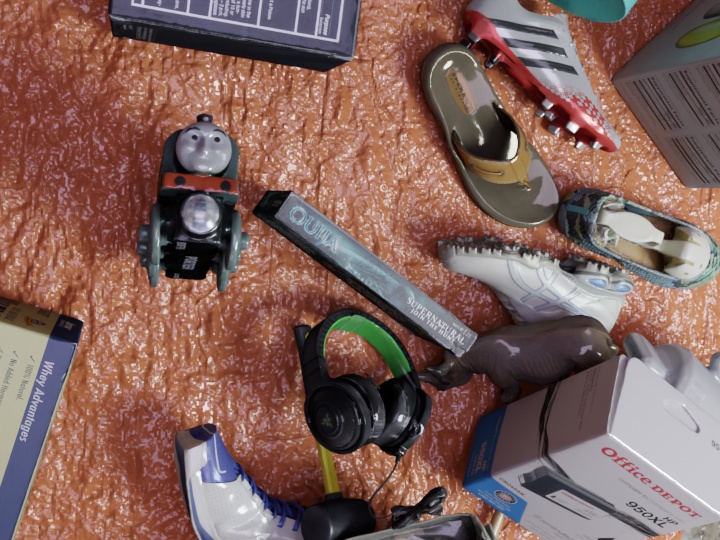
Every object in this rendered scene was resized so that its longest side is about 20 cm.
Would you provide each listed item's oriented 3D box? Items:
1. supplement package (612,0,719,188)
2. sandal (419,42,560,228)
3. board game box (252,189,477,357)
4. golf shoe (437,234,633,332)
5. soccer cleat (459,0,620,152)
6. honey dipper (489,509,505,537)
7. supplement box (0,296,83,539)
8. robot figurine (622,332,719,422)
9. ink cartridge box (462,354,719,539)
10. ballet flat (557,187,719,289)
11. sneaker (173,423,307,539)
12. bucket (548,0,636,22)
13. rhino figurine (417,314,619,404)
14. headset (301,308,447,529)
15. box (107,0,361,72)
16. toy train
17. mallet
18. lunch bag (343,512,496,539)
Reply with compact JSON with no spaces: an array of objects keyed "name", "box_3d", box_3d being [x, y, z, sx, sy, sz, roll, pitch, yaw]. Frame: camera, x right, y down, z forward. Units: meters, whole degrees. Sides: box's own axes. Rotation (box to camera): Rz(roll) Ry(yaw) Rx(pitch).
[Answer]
[{"name":"supplement package","box_3d":[0.383,-0.192,0.888,0.191,0.200,0.147,-43,103,-8]},{"name":"sandal","box_3d":[0.124,-0.121,0.900,0.080,0.054,0.201,-36,108,-8]},{"name":"board game box","box_3d":[0.000,0.000,0.839,0.199,0.135,0.028,37,85,-14]},{"name":"golf shoe","box_3d":[0.161,0.024,0.916,0.198,0.078,0.098,13,99,-13]},{"name":"soccer cleat","box_3d":[0.183,-0.192,0.907,0.200,0.069,0.085,40,89,-9]},{"name":"honey dipper","box_3d":[0.118,0.295,0.946,0.038,0.038,0.202,24,85,-15]},{"name":"supplement box","box_3d":[-0.347,0.112,0.760,0.198,0.134,0.202,19,90,-15]},{"name":"robot figurine","box_3d":[0.314,0.153,0.942,0.200,0.113,0.169,42,112,-13]},{"name":"ink cartridge box","box_3d":[0.211,0.173,0.867,0.144,0.200,0.085,34,52,-14]},{"name":"ballet flat","box_3d":[0.286,-0.026,0.940,0.198,0.074,0.075,15,91,-18]},{"name":"sneaker","box_3d":[-0.094,0.223,0.869,0.114,0.080,0.202,-17,105,-16]},{"name":"bucket","box_3d":[0.193,-0.323,0.833,0.206,0.207,0.135,34,92,-14]},{"name":"rhino figurine","box_3d":[0.141,0.083,0.895,0.198,0.088,0.060,-7,56,13]},{"name":"headset","box_3d":[0.019,0.122,0.837,0.123,0.094,0.202,12,54,-41]},{"name":"box","box_3d":[-0.098,-0.282,0.798,0.196,0.123,0.202,7,94,-13]},{"name":"toy train","box_3d":[-0.135,-0.049,0.776,0.084,0.200,0.115,3,79,-12]},{"name":"mallet","box_3d":[-0.041,0.148,0.857,0.066,0.041,0.202,-4,74,-51]},{"name":"lunch bag","box_3d":[0.037,0.301,0.841,0.198,0.118,0.165,-24,142,-5]}]
